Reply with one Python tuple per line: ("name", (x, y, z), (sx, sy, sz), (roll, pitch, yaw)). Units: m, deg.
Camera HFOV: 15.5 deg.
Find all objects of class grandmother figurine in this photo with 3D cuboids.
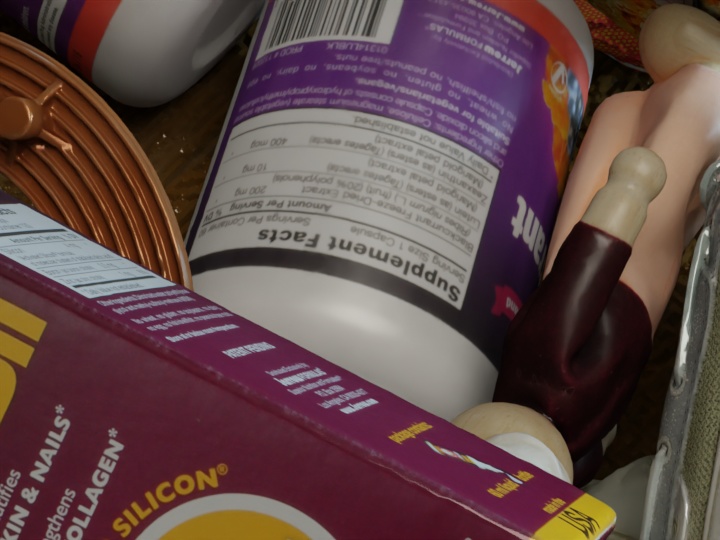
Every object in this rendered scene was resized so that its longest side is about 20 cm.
("grandmother figurine", (0.066, 0.017, 0.776), (0.061, 0.121, 0.200), (12, 46, 23))

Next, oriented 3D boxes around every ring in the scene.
("ring", (-0.140, 0.025, 0.763), (0.200, 0.019, 0.201), (-2, 86, 21))

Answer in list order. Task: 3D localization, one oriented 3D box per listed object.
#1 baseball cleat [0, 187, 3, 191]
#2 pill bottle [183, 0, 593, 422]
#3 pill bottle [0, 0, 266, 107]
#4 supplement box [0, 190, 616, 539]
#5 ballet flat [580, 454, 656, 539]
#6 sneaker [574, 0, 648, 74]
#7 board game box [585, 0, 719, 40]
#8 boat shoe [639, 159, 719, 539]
("baseball cleat", (-0.145, 0.002, 0.814), (0.106, 0.070, 0.200), (-48, 55, 9))
("pill bottle", (0.000, 0.000, 0.828), (0.111, 0.111, 0.200), (19, 63, -5))
("pill bottle", (-0.113, -0.152, 0.869), (0.200, 0.112, 0.112), (38, 62, 5))
("supplement box", (-0.050, 0.069, 0.675), (0.200, 0.086, 0.110), (26, 98, 11))
("ballet flat", (0.115, 0.087, 0.799), (0.200, 0.069, 0.069), (11, 58, 26))
("sneaker", (0.083, -0.107, 0.912), (0.200, 0.077, 0.073), (7, 92, -6))
("board game box", (0.062, -0.144, 0.796), (0.200, 0.152, 0.046), (36, 77, -3))
("boat shoe", (0.116, 0.027, 0.753), (0.074, 0.065, 0.202), (19, 72, -35))
